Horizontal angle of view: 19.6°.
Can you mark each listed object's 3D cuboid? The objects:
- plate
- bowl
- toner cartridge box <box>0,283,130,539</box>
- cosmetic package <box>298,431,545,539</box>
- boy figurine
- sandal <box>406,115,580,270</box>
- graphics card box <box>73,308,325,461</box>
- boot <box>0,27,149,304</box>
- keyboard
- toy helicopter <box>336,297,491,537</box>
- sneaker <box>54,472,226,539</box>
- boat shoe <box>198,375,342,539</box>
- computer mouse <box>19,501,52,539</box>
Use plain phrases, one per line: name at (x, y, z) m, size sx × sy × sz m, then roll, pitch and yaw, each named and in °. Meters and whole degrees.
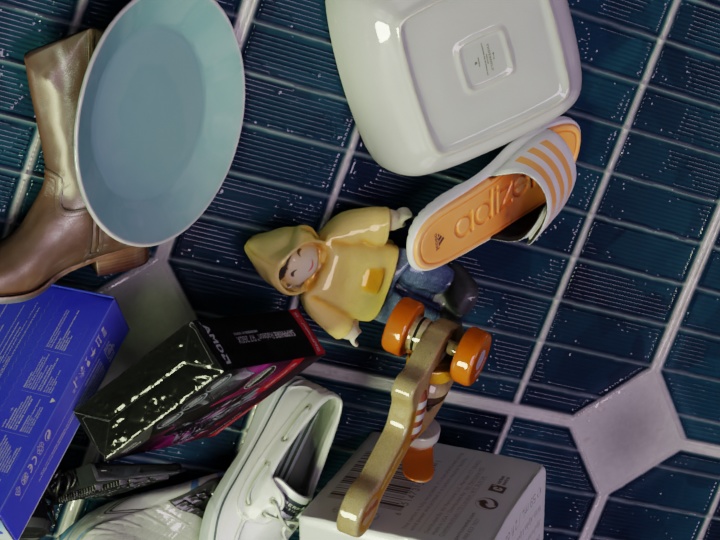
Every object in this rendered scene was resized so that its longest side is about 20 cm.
plate at (-0.156, -0.117, 1.570) m, size 0.200 × 0.026 × 0.201 m, roll -28°, pitch 124°, yaw -51°
bowl at (0.085, -0.177, 1.665) m, size 0.199 × 0.075 × 0.200 m, roll -24°, pitch 121°, yaw -12°
toner cartridge box at (-0.258, 0.101, 1.560) m, size 0.043 × 0.095 × 0.200 m, roll 71°, pitch 37°, yaw -49°
cosmetic package at (0.053, 0.270, 1.755) m, size 0.165 × 0.165 × 0.200 m, roll 9°, pitch 116°, yaw 21°
boy figurine at (0.000, 0.000, 1.711) m, size 0.200 × 0.064 × 0.125 m, roll 19°, pitch 106°, yaw -33°
sandal at (0.125, -0.050, 1.713) m, size 0.207 × 0.059 × 0.079 m, roll -36°, pitch 136°, yaw -31°
graphics card box at (-0.120, 0.085, 1.612) m, size 0.125 × 0.051 × 0.200 m, roll -36°, pitch 168°, yaw 18°
boot at (-0.242, -0.085, 1.564) m, size 0.186 × 0.064 × 0.200 m, roll -17°, pitch 122°, yaw -31°
keyboard at (-0.210, 0.177, 1.623) m, size 0.104 × 0.200 × 0.040 m, roll 2°, pitch 78°, yaw -20°
toy helicopter at (0.033, 0.130, 1.683) m, size 0.200 × 0.079 × 0.132 m, roll -60°, pitch 164°, yaw -25°
sneaker at (-0.163, 0.209, 1.734) m, size 0.200 × 0.072 × 0.072 m, roll -13°, pitch 105°, yaw -34°
boat shoe at (-0.074, 0.183, 1.714) m, size 0.073 × 0.067 × 0.200 m, roll 24°, pitch 80°, yaw -45°
computer mouse at (-0.324, 0.196, 1.607) m, size 0.140 × 0.200 × 0.046 m, roll 2°, pitch 71°, yaw -24°
